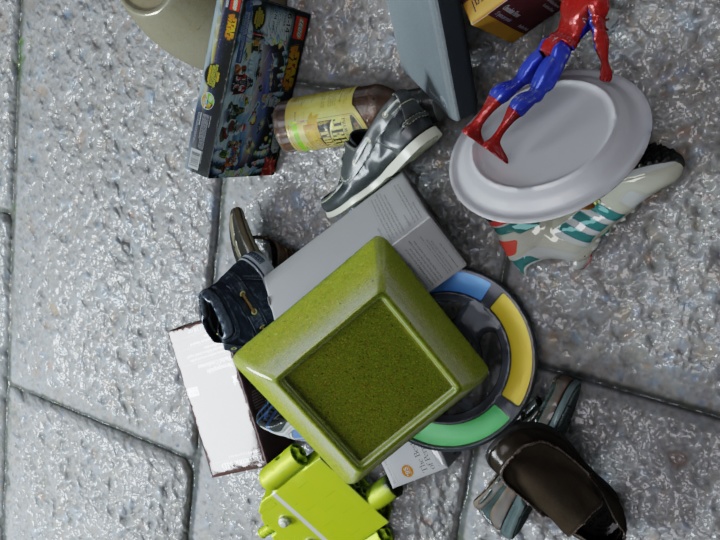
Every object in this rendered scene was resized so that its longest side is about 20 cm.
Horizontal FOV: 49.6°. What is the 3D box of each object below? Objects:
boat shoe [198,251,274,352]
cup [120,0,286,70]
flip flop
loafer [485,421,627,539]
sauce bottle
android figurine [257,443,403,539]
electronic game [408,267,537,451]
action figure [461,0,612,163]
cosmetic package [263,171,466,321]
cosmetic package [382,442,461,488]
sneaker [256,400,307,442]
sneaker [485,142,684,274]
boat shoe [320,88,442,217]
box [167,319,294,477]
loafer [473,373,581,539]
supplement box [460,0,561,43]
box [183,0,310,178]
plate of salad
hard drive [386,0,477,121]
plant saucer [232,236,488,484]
[{"bbox_3d":[-0.133,0.079,0.933,0.070,0.091,0.202,26,141,40],"label":"boat shoe"},{"bbox_3d":[-0.206,-0.342,0.918,0.197,0.143,0.204,5,101,27],"label":"cup"},{"bbox_3d":[-0.099,0.006,0.963,0.201,0.057,0.081,52,156,9],"label":"flip flop"},{"bbox_3d":[0.207,0.219,0.774,0.199,0.072,0.073,35,103,-25],"label":"loafer"},{"bbox_3d":[-0.004,-0.176,0.882,0.197,0.065,0.066,-4,96,27],"label":"sauce bottle"},{"bbox_3d":[-0.046,0.294,0.966,0.199,0.041,0.182,-39,103,24],"label":"android figurine"},{"bbox_3d":[0.094,0.095,0.853,0.196,0.042,0.204,-1,85,9],"label":"electronic game"},{"bbox_3d":[0.192,-0.188,0.736,0.201,0.098,0.065,-56,40,13],"label":"action figure"},{"bbox_3d":[0.000,0.000,0.841,0.199,0.108,0.085,-36,125,11],"label":"cosmetic package"},{"bbox_3d":[0.036,0.145,0.919,0.082,0.050,0.202,-28,84,29],"label":"cosmetic package"},{"bbox_3d":[-0.053,0.177,0.912,0.199,0.076,0.077,-4,135,52],"label":"sneaker"},{"bbox_3d":[0.232,-0.057,0.787,0.197,0.071,0.094,-20,111,23],"label":"sneaker"},{"bbox_3d":[0.010,-0.123,0.855,0.068,0.072,0.200,51,142,-1],"label":"boat shoe"},{"bbox_3d":[-0.168,0.156,1.016,0.099,0.075,0.203,-18,91,28],"label":"box"},{"bbox_3d":[0.175,0.197,0.845,0.062,0.071,0.203,27,111,27],"label":"loafer"},{"bbox_3d":[0.161,-0.363,0.728,0.196,0.132,0.202,-29,84,28],"label":"supplement box"},{"bbox_3d":[-0.129,-0.210,0.902,0.039,0.136,0.203,22,108,22],"label":"box"},{"bbox_3d":[0.182,-0.118,0.756,0.197,0.048,0.202,-19,45,20],"label":"plate of salad"},{"bbox_3d":[0.059,-0.263,0.755,0.033,0.202,0.140,-25,42,-6],"label":"hard drive"},{"bbox_3d":[0.007,0.105,0.782,0.199,0.048,0.201,-39,109,5],"label":"plant saucer"}]
